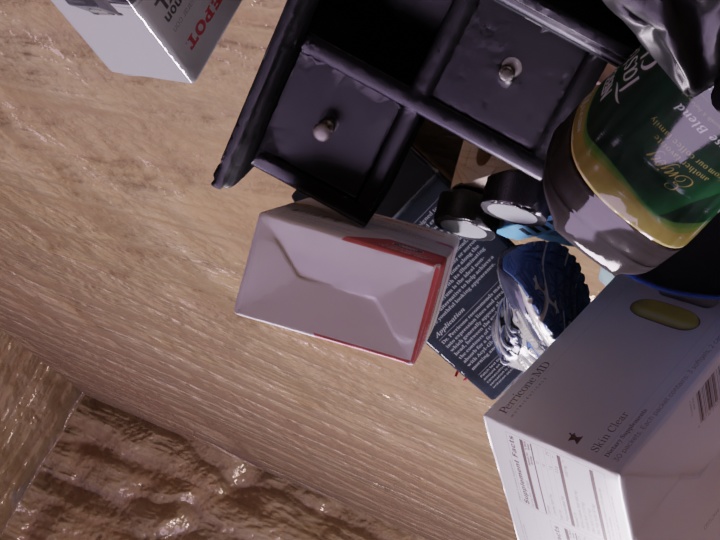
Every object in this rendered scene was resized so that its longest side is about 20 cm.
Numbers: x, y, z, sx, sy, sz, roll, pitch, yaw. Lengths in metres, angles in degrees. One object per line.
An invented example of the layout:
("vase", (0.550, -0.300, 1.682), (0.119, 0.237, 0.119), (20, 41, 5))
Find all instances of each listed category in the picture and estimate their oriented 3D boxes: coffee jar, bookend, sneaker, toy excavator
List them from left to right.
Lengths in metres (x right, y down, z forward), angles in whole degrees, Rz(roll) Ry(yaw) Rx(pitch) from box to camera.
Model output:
("bookend", (0.041, -0.103, 0.758), (0.198, 0.092, 0.201), (29, 118, 2))
("sneaker", (0.132, 0.045, 0.934), (0.085, 0.078, 0.200), (-5, 149, 27))
("toy excavator", (0.181, -0.058, 0.880), (0.199, 0.101, 0.194), (21, 165, -23))
("coffee jar", (0.177, -0.089, 0.617), (0.085, 0.105, 0.200), (36, 126, -10))

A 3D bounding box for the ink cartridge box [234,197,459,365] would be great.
("ink cartridge box", (0.000, 0.000, 0.826), (0.116, 0.068, 0.200), (16, -171, 7))

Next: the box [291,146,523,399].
("box", (0.061, -0.014, 1.032), (0.200, 0.107, 0.149), (41, -173, -31))

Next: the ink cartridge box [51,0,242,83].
("ink cartridge box", (-0.145, -0.235, 0.769), (0.083, 0.146, 0.200), (13, 156, 33))

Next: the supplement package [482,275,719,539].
("supplement package", (0.200, 0.110, 0.864), (0.110, 0.200, 0.157), (18, 139, 41))

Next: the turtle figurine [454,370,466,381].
("turtle figurine", (0.157, 0.070, 1.227), (0.149, 0.101, 0.200), (22, 155, 20))

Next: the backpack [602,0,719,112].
("backpack", (0.155, -0.174, 0.427), (0.126, 0.200, 0.167), (36, -155, -32))

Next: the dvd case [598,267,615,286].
("dvd case", (0.267, 0.032, 0.952), (0.200, 0.022, 0.146), (44, 163, 22))

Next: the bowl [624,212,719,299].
("bowl", (0.229, -0.049, 0.754), (0.199, 0.040, 0.201), (4, 144, 3))
